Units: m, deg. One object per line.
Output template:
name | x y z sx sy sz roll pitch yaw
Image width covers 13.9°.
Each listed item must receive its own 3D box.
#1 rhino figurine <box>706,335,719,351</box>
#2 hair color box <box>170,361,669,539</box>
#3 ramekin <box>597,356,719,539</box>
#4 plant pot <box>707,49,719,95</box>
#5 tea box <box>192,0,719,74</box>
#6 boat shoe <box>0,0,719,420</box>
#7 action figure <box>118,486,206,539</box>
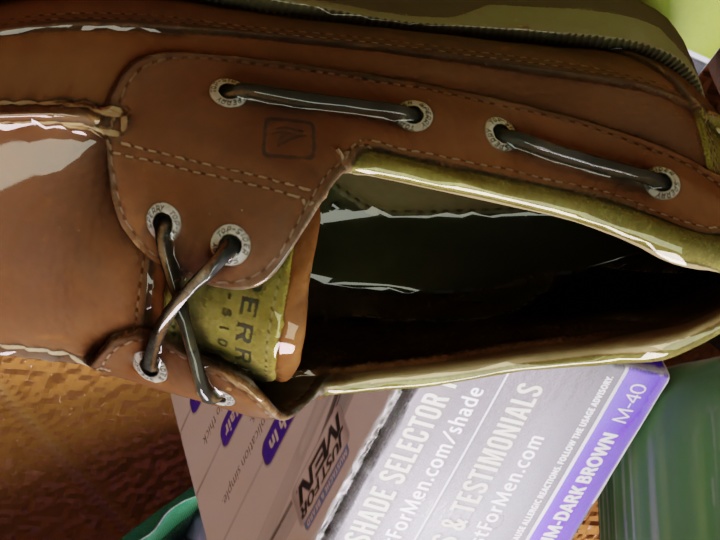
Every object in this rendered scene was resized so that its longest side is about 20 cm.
rhino figurine | 0.111 0.000 0.865 0.200 0.060 0.087 -35 113 10
hair color box | 0.000 0.000 0.728 0.065 0.200 0.109 15 121 -23
ramekin | 0.148 0.063 0.681 0.199 0.098 0.200 -7 175 -1
plant pot | 0.205 -0.102 0.752 0.174 0.200 0.201 -17 134 -29
tea box | 0.008 -0.139 0.621 0.133 0.200 0.197 21 117 -32
boat shoe | -0.023 -0.012 0.533 0.199 0.068 0.072 -7 133 -12
action figure | -0.073 0.115 0.856 0.200 0.055 0.118 -39 157 -25
